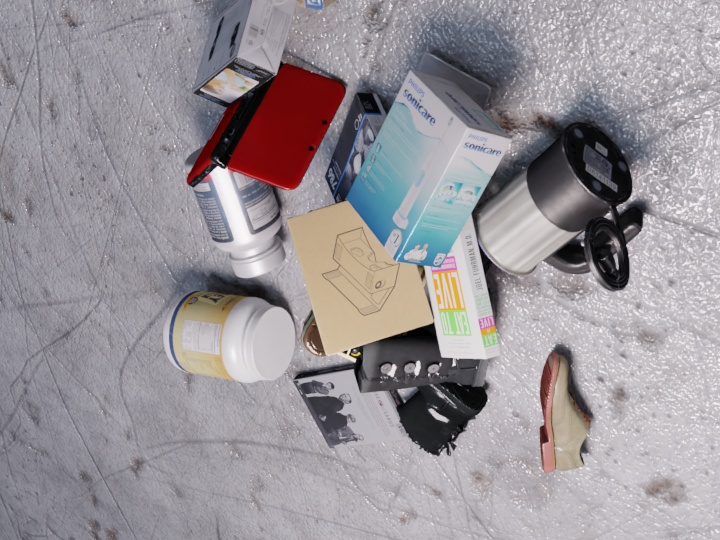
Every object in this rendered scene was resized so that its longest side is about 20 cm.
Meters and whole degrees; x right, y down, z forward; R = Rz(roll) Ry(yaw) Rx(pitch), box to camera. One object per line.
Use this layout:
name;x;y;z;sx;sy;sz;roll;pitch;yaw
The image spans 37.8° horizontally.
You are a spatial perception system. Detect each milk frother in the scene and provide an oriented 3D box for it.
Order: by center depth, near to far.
milk frother;0.248;-0.044;1.328;0.180;0.200;0.188;44;135;-4

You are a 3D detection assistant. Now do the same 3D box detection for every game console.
game console;-0.137;-0.194;1.511;0.118;0.202;0.172;35;150;-17

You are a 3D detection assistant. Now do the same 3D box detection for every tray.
tray;0.109;-0.195;1.447;0.106;0.022;0.202;31;132;14

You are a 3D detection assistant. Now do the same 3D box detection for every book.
book;0.135;0.016;1.439;0.133;0.047;0.204;172;85;-72

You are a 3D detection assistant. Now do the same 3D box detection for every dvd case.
dvd case;-0.011;0.234;1.821;0.198;0.025;0.152;-14;110;40

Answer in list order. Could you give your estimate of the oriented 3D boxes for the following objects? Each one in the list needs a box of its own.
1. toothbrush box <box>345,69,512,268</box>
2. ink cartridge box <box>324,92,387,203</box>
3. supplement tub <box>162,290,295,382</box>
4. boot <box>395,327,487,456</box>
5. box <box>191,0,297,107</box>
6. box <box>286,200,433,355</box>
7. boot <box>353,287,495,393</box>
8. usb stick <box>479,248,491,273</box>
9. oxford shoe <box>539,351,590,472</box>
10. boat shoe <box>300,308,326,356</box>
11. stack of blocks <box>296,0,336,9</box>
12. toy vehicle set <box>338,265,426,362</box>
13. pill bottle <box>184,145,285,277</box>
toothbrush box;0.084;-0.130;1.355;0.147;0.084;0.202;51;124;42
ink cartridge box;-0.007;-0.146;1.516;0.202;0.038;0.100;111;146;-42
supplement tub;-0.224;0.114;1.808;0.197;0.144;0.147;5;122;32
boot;0.102;0.196;1.687;0.198;0.073;0.163;42;140;7
box;-0.163;-0.309;1.450;0.059;0.119;0.199;19;166;-24
box;0.000;0.000;1.486;0.160;0.021;0.204;-17;95;1
boot;0.093;0.103;1.550;0.196;0.066;0.168;1;116;-7
usb stick;0.100;-0.044;1.535;0.198;0.056;0.033;31;170;16
oxford shoe;0.305;0.209;1.564;0.073;0.071;0.203;-2;120;5
boat shoe;-0.019;0.034;1.549;0.075;0.202;0.075;45;174;-13
stack of blocks;-0.123;-0.429;1.429;0.197;0.059;0.117;14;127;28
toy vehicle set;0.024;0.045;1.594;0.122;0.027;0.203;22;106;6
pill bottle;-0.190;-0.098;1.658;0.118;0.120;0.203;0;119;35
